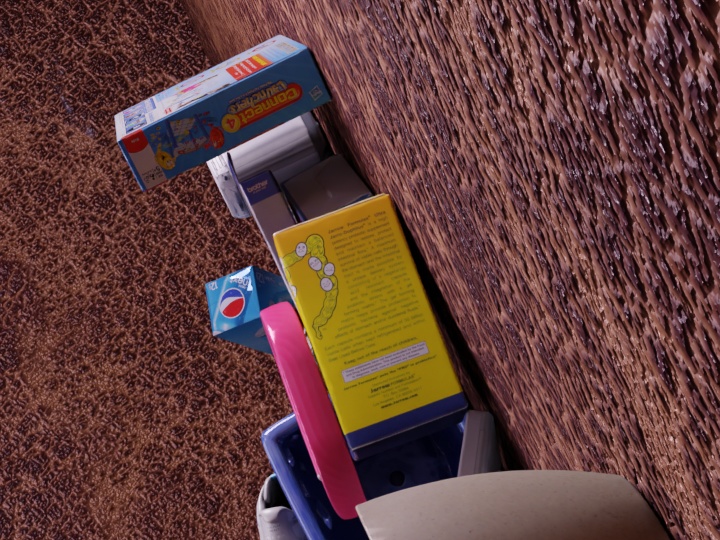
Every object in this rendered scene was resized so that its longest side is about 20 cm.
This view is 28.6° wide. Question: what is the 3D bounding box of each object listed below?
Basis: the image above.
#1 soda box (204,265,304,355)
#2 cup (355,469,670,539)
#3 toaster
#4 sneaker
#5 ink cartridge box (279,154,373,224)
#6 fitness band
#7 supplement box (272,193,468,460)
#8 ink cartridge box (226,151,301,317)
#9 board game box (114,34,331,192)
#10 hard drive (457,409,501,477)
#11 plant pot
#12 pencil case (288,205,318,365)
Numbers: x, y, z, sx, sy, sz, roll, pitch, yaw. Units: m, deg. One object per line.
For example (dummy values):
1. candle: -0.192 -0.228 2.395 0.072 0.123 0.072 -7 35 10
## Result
1. soda box: -0.091 0.055 1.617 0.200 0.068 0.064 23 -130 -58
2. cup: 0.103 0.189 0.772 0.201 0.143 0.200 64 177 7
3. toaster: -0.114 -0.146 1.594 0.200 0.129 0.114 62 176 31
4. sneaker: -0.072 0.248 1.500 0.200 0.075 0.087 -80 -26 -80
5. ink cartridge box: 0.000 0.000 1.433 0.200 0.076 0.136 64 176 -26
6. fitness band: -0.042 0.124 1.249 0.144 0.037 0.201 82 167 -76
7. supplement box: 0.009 0.052 1.244 0.109 0.109 0.201 82 168 -77
8. ink cartridge box: -0.077 -0.029 1.426 0.200 0.042 0.119 62 177 1
9. board game box: -0.141 -0.159 1.383 0.056 0.195 0.200 65 176 -16
10. hard drive: 0.097 0.241 1.245 0.132 0.026 0.201 72 -154 -61
11. plant pot: 0.038 0.213 1.451 0.200 0.199 0.180 63 -178 11
12. pencil case: -0.037 0.010 1.580 0.078 0.089 0.201 109 153 -59
